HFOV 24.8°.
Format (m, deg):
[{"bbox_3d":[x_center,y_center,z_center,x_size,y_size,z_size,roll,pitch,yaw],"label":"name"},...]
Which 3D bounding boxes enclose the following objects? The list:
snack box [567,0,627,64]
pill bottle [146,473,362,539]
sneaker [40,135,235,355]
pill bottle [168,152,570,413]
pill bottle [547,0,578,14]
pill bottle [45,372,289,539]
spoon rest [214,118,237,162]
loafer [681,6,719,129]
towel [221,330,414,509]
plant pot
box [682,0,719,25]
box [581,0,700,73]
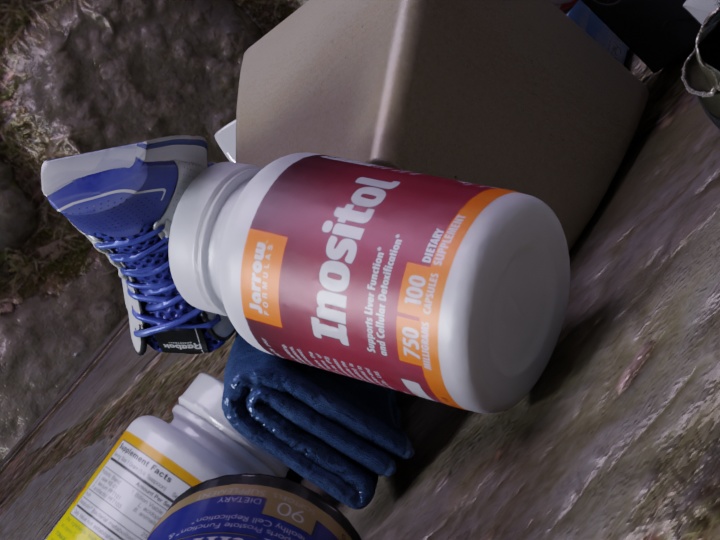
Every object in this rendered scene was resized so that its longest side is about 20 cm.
[{"bbox_3d":[0.107,-0.108,1.240,0.200,0.068,0.169,-40,13,29],"label":"snack box"},{"bbox_3d":[-0.061,0.179,0.681,0.112,0.112,0.200,-43,11,22],"label":"pill bottle"},{"bbox_3d":[-0.110,-0.009,0.951,0.080,0.116,0.199,-10,-7,10],"label":"sneaker"},{"bbox_3d":[0.000,0.000,0.865,0.199,0.113,0.113,13,50,33],"label":"pill bottle"},{"bbox_3d":[0.065,-0.173,1.117,0.114,0.114,0.200,-55,4,-41],"label":"pill bottle"},{"bbox_3d":[-0.122,0.163,0.963,0.200,0.109,0.109,-54,11,-11],"label":"pill bottle"},{"bbox_3d":[-0.034,-0.067,1.186,0.099,0.061,0.200,-30,-17,20],"label":"spoon rest"},{"bbox_3d":[0.207,-0.115,0.831,0.075,0.070,0.200,-47,10,-1],"label":"loafer"},{"bbox_3d":[-0.026,0.068,0.966,0.049,0.111,0.200,-56,7,10],"label":"towel"},{"bbox_3d":[0.035,-0.064,1.022,0.200,0.200,0.178,-31,31,42],"label":"plant pot"},{"bbox_3d":[0.282,-0.216,0.947,0.200,0.060,0.117,-53,12,-31],"label":"box"},{"bbox_3d":[0.242,-0.253,1.134,0.122,0.106,0.200,-35,16,52],"label":"box"}]
